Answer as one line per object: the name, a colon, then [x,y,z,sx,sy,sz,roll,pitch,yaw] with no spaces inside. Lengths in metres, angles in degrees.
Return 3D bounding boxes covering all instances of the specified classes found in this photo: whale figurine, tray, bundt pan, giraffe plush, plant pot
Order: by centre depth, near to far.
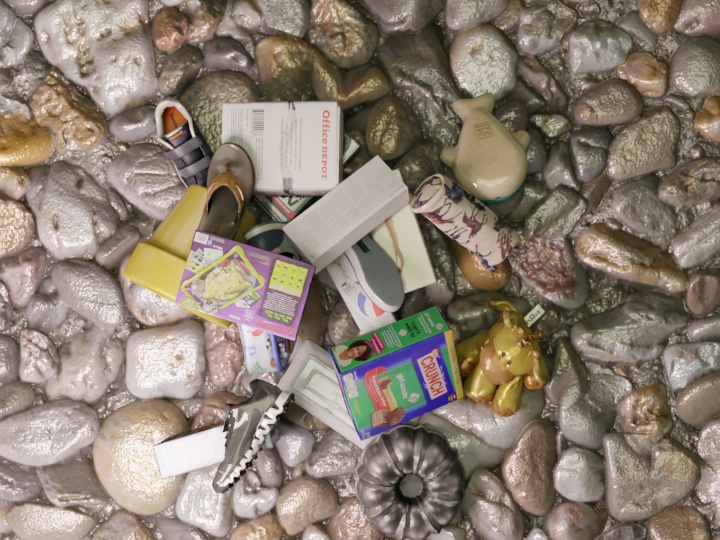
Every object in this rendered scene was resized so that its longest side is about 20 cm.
giraffe plush: [0.252,0.143,1.641,0.171,0.162,0.202,31,92,3]
plant pot: [-0.270,-0.031,1.655,0.198,0.201,0.191,25,81,2]
bundt pan: [0.086,0.371,1.686,0.198,0.076,0.206,0,92,1]
whale figurine: [0.214,-0.205,1.690,0.156,0.104,0.203,-14,65,2]
tray: [-0.041,0.220,1.724,0.198,0.022,0.108,34,92,2]

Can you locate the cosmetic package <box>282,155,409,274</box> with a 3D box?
cosmetic package: [-0.022,-0.090,1.584,0.199,0.051,0.083,-38,65,-10]

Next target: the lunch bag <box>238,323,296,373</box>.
lunch bag: [-0.155,0.073,1.634,0.074,0.200,0.163,-5,105,4]

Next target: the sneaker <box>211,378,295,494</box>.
sneaker: [-0.194,0.263,1.597,0.090,0.066,0.202,34,87,6]

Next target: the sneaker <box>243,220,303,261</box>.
sneaker: [-0.108,-0.038,1.657,0.070,0.198,0.083,-32,73,45]

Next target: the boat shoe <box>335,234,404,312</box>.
boat shoe: [-0.004,0.001,1.624,0.074,0.087,0.203,-22,65,-35]

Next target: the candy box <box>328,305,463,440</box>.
candy box: [0.064,0.172,1.636,0.197,0.077,0.171,-22,131,-7]

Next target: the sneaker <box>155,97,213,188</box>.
sneaker: [-0.300,-0.207,1.710,0.078,0.079,0.202,-31,90,1]

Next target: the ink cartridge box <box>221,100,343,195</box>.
ink cartridge box: [-0.127,-0.202,1.639,0.196,0.084,0.147,0,87,7]

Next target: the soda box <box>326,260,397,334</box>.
soda box: [0.013,0.060,1.700,0.063,0.068,0.202,-29,88,2]

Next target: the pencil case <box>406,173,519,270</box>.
pencil case: [0.170,-0.083,1.643,0.199,0.079,0.089,34,131,-27]

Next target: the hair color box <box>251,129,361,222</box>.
hair color box: [-0.100,-0.174,1.709,0.099,0.061,0.200,44,91,3]

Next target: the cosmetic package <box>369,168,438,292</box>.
cosmetic package: [0.062,-0.063,1.682,0.086,0.103,0.203,-19,87,4]

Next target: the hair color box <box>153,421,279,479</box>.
hair color box: [-0.244,0.295,1.686,0.196,0.099,0.062,-16,88,2]

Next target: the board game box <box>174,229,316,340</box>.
board game box: [-0.178,0.023,1.523,0.197,0.032,0.122,17,84,1]

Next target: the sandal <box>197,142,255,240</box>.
sandal: [-0.220,-0.111,1.564,0.080,0.055,0.203,16,74,0]
